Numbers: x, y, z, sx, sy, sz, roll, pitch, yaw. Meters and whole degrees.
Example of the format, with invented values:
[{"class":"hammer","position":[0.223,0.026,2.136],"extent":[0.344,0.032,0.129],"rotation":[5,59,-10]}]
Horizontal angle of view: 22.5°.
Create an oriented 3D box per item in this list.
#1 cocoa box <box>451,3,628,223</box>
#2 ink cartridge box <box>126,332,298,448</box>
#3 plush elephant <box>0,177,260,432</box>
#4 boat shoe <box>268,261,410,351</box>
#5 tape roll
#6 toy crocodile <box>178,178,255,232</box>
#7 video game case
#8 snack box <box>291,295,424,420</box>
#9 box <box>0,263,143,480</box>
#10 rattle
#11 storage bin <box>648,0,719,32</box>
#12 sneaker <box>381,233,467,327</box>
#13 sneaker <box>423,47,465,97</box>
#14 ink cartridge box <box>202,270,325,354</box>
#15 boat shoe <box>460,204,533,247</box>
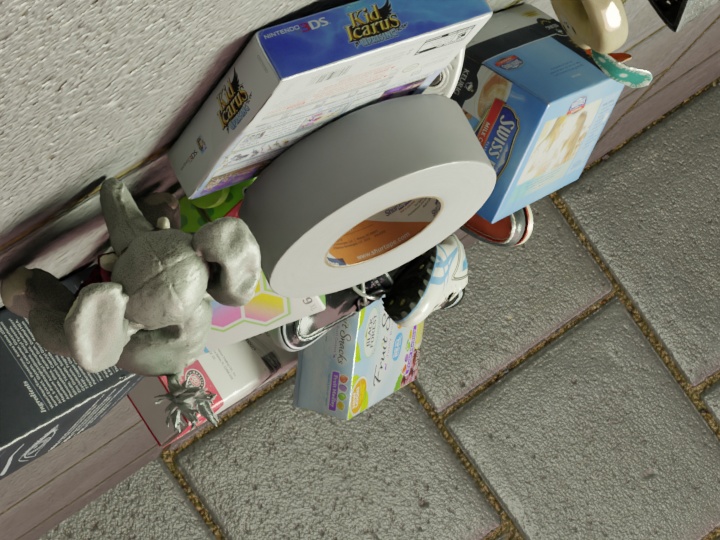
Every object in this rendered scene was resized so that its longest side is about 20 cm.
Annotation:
[{"class":"cocoa box","position":[0.139,-0.149,1.677],"extent":[0.200,0.131,0.134],"rotation":[-27,146,-56]},{"class":"ink cartridge box","position":[-0.149,0.061,1.807],"extent":[0.200,0.145,0.084],"rotation":[-31,175,-36]},{"class":"plush elephant","position":[-0.161,0.007,1.333],"extent":[0.164,0.200,0.155],"rotation":[-25,152,-24]},{"class":"boat shoe","position":[0.000,0.000,1.647],"extent":[0.200,0.072,0.068],"rotation":[-45,-141,-15]},{"class":"tape roll","position":[0.005,-0.057,1.432],"extent":[0.199,0.066,0.200],"rotation":[-24,162,-8]},{"class":"toy crocodile","position":[-0.135,-0.042,1.490],"extent":[0.200,0.062,0.067],"rotation":[-38,174,17]},{"class":"video game case","position":[-0.025,-0.137,1.339],"extent":[0.199,0.046,0.181],"rotation":[-22,166,-34]},{"class":"snack box","position":[0.007,0.043,1.807],"extent":[0.200,0.067,0.170],"rotation":[-22,121,-65]},{"class":"box","position":[-0.292,0.101,1.526],"extent":[0.200,0.105,0.148],"rotation":[-29,172,-44]},{"class":"rattle","position":[0.146,-0.187,1.449],"extent":[0.143,0.130,0.200],"rotation":[-46,154,-11]},{"class":"storage bin","position":[0.249,-0.281,1.411],"extent":[0.094,0.136,0.200],"rotation":[-35,174,2]},{"class":"sneaker","position":[0.069,0.012,1.706],"extent":[0.072,0.073,0.200],"rotation":[-41,-173,19]},{"class":"sneaker","position":[0.027,-0.156,1.545],"extent":[0.112,0.073,0.201],"rotation":[-99,-152,-57]},{"class":"ink cartridge box","position":[-0.094,-0.001,1.577],"extent":[0.199,0.060,0.104],"rotation":[-20,137,11]},{"class":"boat shoe","position":[0.080,-0.087,1.739],"extent":[0.062,0.200,0.071],"rotation":[-11,136,-51]}]
